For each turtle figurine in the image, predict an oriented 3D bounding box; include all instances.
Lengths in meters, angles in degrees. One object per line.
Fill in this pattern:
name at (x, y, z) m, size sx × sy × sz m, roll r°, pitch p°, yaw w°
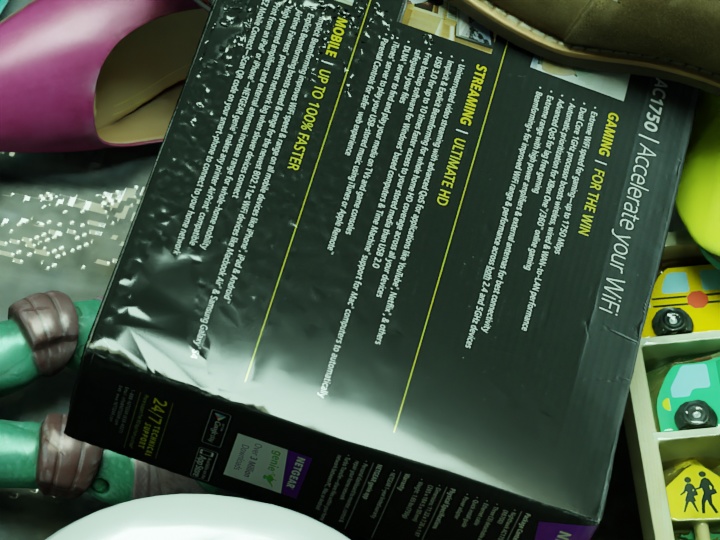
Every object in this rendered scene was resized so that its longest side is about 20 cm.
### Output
turtle figurine at (-0.147, 0.035, 0.944) m, size 0.199 × 0.101 × 0.151 m, roll 0°, pitch 65°, yaw -22°

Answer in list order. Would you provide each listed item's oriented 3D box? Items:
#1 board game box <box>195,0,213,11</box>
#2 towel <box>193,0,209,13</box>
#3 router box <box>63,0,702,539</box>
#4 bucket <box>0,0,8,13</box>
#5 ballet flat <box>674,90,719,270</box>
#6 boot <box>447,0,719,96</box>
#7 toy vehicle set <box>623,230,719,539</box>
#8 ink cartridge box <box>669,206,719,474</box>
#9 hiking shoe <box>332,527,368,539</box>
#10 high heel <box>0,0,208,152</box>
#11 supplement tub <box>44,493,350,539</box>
board game box at (0.035, -0.147, 1.009) m, size 0.126 × 0.035 × 0.200 m, roll 37°, pitch 78°, yaw 0°
towel at (0.036, -0.135, 1.037) m, size 0.143 × 0.023 × 0.200 m, roll 40°, pitch 78°, yaw 1°
router box at (0.014, -0.020, 0.871) m, size 0.148 × 0.051 × 0.201 m, roll 19°, pitch 55°, yaw -2°
bucket at (-0.216, -0.154, 1.064) m, size 0.206 × 0.135 × 0.208 m, roll 1°, pitch 53°, yaw -1°
ballet flat at (0.143, -0.077, 0.943) m, size 0.066 × 0.067 × 0.200 m, roll 10°, pitch 37°, yaw 20°
boot at (0.096, -0.091, 0.860) m, size 0.199 × 0.076 × 0.074 m, roll 25°, pitch 69°, yaw 3°
toy vehicle set at (0.178, 0.038, 0.891) m, size 0.199 × 0.027 × 0.125 m, roll -5°, pitch 53°, yaw -3°
ink cartridge box at (0.173, 0.029, 0.969) m, size 0.144 × 0.085 × 0.201 m, roll 0°, pitch 52°, yaw -1°
hiking shoe at (0.000, 0.000, 0.924) m, size 0.075 × 0.101 × 0.201 m, roll -17°, pitch 85°, yaw 12°
high heel at (-0.043, -0.064, 1.040) m, size 0.199 × 0.068 × 0.096 m, roll -20°, pitch 45°, yaw -21°
supplement tub at (-0.043, 0.159, 0.787) m, size 0.122 × 0.201 × 0.123 m, roll 2°, pitch 52°, yaw -2°
